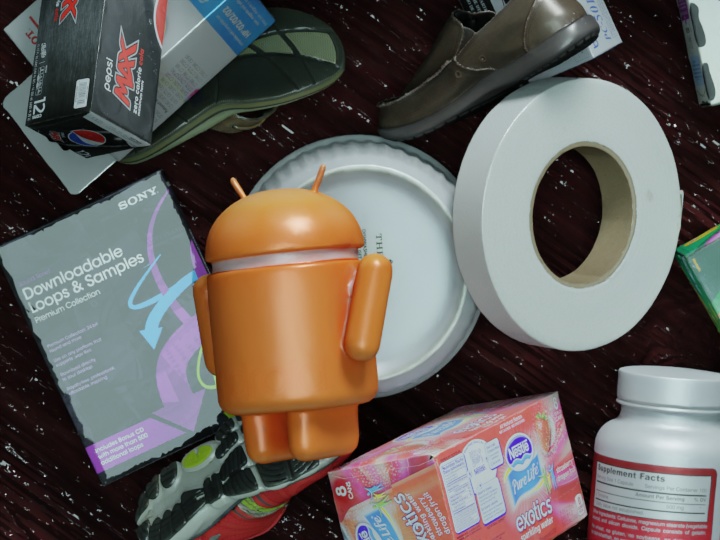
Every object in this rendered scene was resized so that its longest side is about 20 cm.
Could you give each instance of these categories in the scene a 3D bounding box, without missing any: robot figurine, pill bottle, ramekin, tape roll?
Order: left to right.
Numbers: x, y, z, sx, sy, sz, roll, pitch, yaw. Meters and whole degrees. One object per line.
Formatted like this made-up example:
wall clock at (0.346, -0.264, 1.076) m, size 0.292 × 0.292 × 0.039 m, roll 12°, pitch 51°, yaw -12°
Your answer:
robot figurine at (-0.047, 0.031, 1.554) m, size 0.116 × 0.144 × 0.202 m, roll -5°, pitch 88°, yaw -15°
ramekin at (0.000, 0.000, 1.667) m, size 0.199 × 0.105 × 0.202 m, roll 0°, pitch 94°, yaw -1°
tape roll at (0.154, -0.042, 1.649) m, size 0.202 × 0.037 × 0.204 m, roll -5°, pitch 97°, yaw -38°
pill bottle at (0.227, 0.176, 1.680) m, size 0.111 × 0.112 × 0.202 m, roll 4°, pitch 93°, yaw -2°

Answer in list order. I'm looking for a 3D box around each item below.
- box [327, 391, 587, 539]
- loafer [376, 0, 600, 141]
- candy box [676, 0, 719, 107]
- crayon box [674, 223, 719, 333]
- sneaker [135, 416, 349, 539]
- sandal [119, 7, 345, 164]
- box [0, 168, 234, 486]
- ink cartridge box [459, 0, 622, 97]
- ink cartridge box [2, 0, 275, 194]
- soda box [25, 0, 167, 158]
box at (0.073, 0.162, 1.625) m, size 0.094 × 0.200 × 0.103 m, roll -11°, pitch 95°, yaw 32°
loafer at (0.086, -0.158, 1.645) m, size 0.199 × 0.073 × 0.071 m, roll -28°, pitch 89°, yaw 34°
candy box at (0.301, -0.235, 1.680) m, size 0.135 × 0.061 × 0.201 m, roll -12°, pitch 93°, yaw 1°
crayon box at (0.338, 0.041, 1.698) m, size 0.118 × 0.058 × 0.201 m, roll -31°, pitch 96°, yaw 1°
sneaker at (-0.075, 0.153, 1.664) m, size 0.199 × 0.085 × 0.077 m, roll -30°, pitch 53°, yaw 27°
sandal at (-0.103, -0.136, 1.682) m, size 0.200 × 0.057 × 0.080 m, roll -20°, pitch 64°, yaw 17°
box at (-0.173, 0.043, 1.701) m, size 0.142 × 0.036 × 0.201 m, roll -25°, pitch 93°, yaw 0°
ink cartridge box at (0.108, -0.238, 1.658) m, size 0.094 × 0.044 × 0.201 m, roll -21°, pitch 97°, yaw 44°
ink cartridge box at (-0.178, -0.166, 1.649) m, size 0.200 × 0.068 × 0.115 m, roll -42°, pitch 63°, yaw 2°
soda box at (-0.179, -0.186, 1.573) m, size 0.063 × 0.071 × 0.201 m, roll -8°, pitch 68°, yaw 35°
